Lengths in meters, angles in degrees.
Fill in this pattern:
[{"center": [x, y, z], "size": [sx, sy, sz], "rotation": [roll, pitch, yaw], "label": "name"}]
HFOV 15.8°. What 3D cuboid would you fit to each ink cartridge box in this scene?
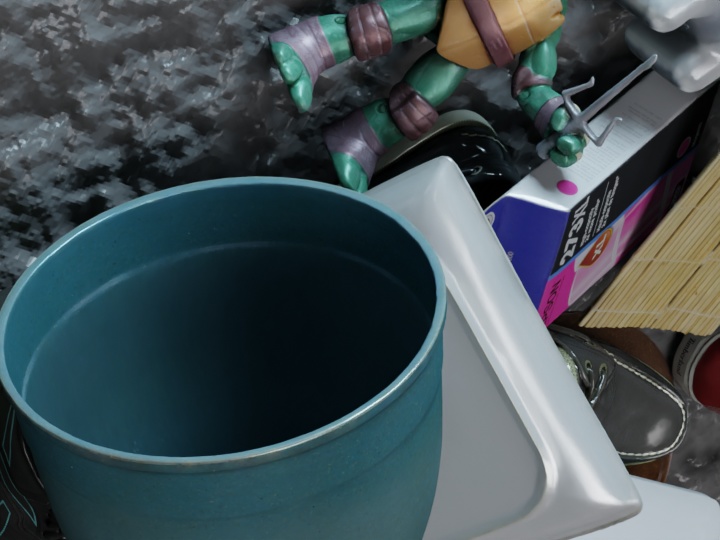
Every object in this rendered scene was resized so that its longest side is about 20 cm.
[{"center": [0.111, -0.029, 1.318], "size": [0.200, 0.037, 0.095], "rotation": [-37, 152, -40], "label": "ink cartridge box"}]

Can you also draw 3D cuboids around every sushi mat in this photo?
[{"center": [0.201, -0.032, 1.355], "size": [0.095, 0.012, 0.200], "rotation": [7, 136, -32], "label": "sushi mat"}]

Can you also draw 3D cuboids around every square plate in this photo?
[{"center": [0.008, 0.069, 1.266], "size": [0.197, 0.028, 0.201], "rotation": [-24, 101, 28], "label": "square plate"}]

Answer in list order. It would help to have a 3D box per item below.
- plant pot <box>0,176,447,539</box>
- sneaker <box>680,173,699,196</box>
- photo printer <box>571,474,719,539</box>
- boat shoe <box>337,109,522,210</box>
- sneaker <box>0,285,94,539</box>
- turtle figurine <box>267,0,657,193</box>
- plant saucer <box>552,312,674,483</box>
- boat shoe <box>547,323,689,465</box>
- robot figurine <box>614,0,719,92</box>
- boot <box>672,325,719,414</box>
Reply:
[{"center": [-0.051, 0.091, 1.184], "size": [0.199, 0.200, 0.189], "rotation": [-22, 129, -17], "label": "plant pot"}, {"center": [0.256, -0.015, 1.467], "size": [0.199, 0.075, 0.087], "rotation": [-6, 130, -18], "label": "sneaker"}, {"center": [0.096, 0.180, 1.380], "size": [0.199, 0.069, 0.167], "rotation": [16, 70, -28], "label": "photo printer"}, {"center": [0.001, 0.001, 1.317], "size": [0.199, 0.066, 0.075], "rotation": [-35, 132, -7], "label": "boat shoe"}, {"center": [-0.154, 0.105, 1.286], "size": [0.075, 0.079, 0.201], "rotation": [-22, 131, -17], "label": "sneaker"}, {"center": [0.063, -0.118, 1.251], "size": [0.199, 0.101, 0.150], "rotation": [-27, 107, 7], "label": "turtle figurine"}, {"center": [0.103, 0.118, 1.482], "size": [0.199, 0.035, 0.201], "rotation": [-16, 128, -21], "label": "plant saucer"}, {"center": [0.096, 0.063, 1.385], "size": [0.200, 0.066, 0.072], "rotation": [22, 90, -23], "label": "boat shoe"}, {"center": [0.218, -0.174, 1.299], "size": [0.200, 0.113, 0.170], "rotation": [-34, 131, -6], "label": "robot figurine"}, {"center": [0.296, 0.085, 1.501], "size": [0.199, 0.144, 0.073], "rotation": [1, 117, -36], "label": "boot"}]
